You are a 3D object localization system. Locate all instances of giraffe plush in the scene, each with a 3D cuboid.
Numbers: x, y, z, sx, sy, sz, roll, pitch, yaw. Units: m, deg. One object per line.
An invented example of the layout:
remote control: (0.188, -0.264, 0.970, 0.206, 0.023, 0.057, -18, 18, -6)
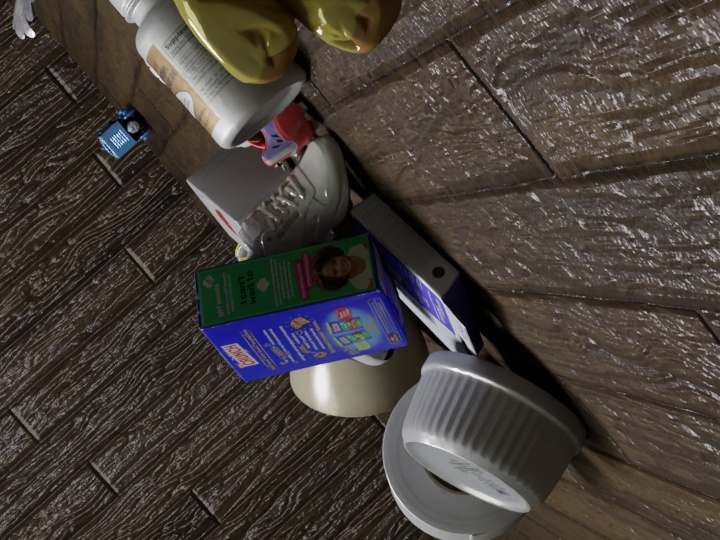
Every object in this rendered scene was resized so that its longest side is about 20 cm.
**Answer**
giraffe plush: (-0.076, -0.223, 0.848, 0.162, 0.199, 0.173, -100, 9, -57)

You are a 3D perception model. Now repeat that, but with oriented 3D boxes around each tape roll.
tape roll: (0.129, 0.231, 1.695, 0.203, 0.203, 0.139, 47, 172, 14)

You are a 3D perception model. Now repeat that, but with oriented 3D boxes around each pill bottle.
pill bottle: (-0.158, -0.230, 1.370, 0.200, 0.114, 0.114, 49, 172, 3)

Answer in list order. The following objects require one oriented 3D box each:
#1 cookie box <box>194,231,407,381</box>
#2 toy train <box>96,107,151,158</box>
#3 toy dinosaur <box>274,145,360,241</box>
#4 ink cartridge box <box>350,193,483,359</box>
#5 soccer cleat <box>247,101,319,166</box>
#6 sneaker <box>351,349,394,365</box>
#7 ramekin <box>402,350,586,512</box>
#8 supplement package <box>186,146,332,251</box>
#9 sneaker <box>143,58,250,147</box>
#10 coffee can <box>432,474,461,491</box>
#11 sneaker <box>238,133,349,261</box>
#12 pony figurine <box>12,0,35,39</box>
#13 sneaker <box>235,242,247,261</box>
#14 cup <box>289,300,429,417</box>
cookie box: (-0.063, 0.043, 1.520, 0.171, 0.199, 0.076, 63, -164, -63)
toy train: (-0.559, -0.320, 3.207, 0.087, 0.114, 0.200, 51, 172, -15)
toy dinosaur: (-0.045, -0.101, 1.599, 0.102, 0.077, 0.201, -6, 110, 62)
ink cartridge box: (0.083, 0.028, 1.539, 0.200, 0.043, 0.198, 47, 173, 28)
soccer cleat: (-0.123, -0.184, 1.541, 0.200, 0.076, 0.067, 41, 169, 44)
sneaker: (-0.067, 0.076, 1.797, 0.200, 0.081, 0.146, 34, 142, -10)
ramekin: (0.141, 0.184, 1.526, 0.199, 0.105, 0.200, 27, 162, 9)
supplement package: (-0.131, -0.093, 1.872, 0.121, 0.120, 0.200, 53, 171, -31)
sneaker: (-0.184, -0.235, 1.663, 0.200, 0.081, 0.088, 42, 173, -12)
coffee can: (0.156, 0.277, 1.975, 0.146, 0.146, 0.200, 47, 172, 13)
sneaker: (-0.075, -0.058, 1.513, 0.099, 0.201, 0.075, 0, -146, -35)
pony figurine: (-0.430, -0.439, 1.866, 0.200, 0.166, 0.194, 52, -155, -45)
sneaker: (-0.088, -0.032, 2.017, 0.199, 0.074, 0.085, 19, -135, -26)
cup: (-0.006, 0.083, 1.887, 0.200, 0.200, 0.144, 41, 145, 47)
